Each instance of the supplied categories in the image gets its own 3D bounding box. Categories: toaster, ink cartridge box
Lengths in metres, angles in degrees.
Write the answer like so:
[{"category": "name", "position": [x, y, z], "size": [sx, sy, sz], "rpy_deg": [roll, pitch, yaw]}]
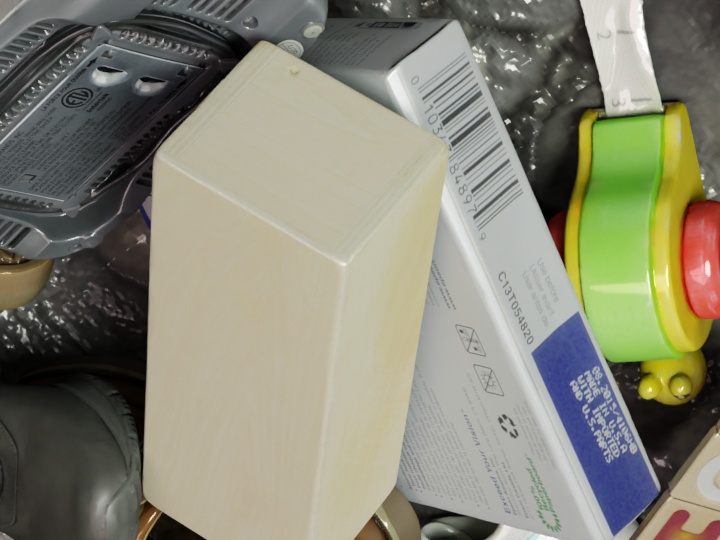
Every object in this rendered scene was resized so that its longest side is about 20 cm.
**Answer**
[{"category": "toaster", "position": [-0.110, -0.095, 0.959], "size": [0.113, 0.130, 0.200], "rpy_deg": [10, 139, -44]}, {"category": "ink cartridge box", "position": [0.000, 0.000, 1.026], "size": [0.199, 0.041, 0.200], "rpy_deg": [7, 129, 51]}]

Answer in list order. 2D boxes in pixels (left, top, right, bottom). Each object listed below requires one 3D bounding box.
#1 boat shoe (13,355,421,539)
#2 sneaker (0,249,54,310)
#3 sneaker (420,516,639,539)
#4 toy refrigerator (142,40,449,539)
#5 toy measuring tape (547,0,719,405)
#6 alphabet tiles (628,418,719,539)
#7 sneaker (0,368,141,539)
[{"category": "boat shoe", "position": [-0.076, 0.089, 1.086], "size": [0.199, 0.068, 0.072], "rpy_deg": [13, 130, 33]}, {"category": "sneaker", "position": [-0.215, -0.017, 1.103], "size": [0.199, 0.067, 0.090], "rpy_deg": [22, 133, 6]}, {"category": "sneaker", "position": [0.033, 0.143, 1.114], "size": [0.080, 0.070, 0.200], "rpy_deg": [46, 116, -5]}, {"category": "toy refrigerator", "position": [-0.024, 0.020, 0.962], "size": [0.076, 0.070, 0.201], "rpy_deg": [29, 145, 17]}, {"category": "toy measuring tape", "position": [0.091, -0.035, 0.976], "size": [0.073, 0.074, 0.201], "rpy_deg": [-4, 119, 21]}, {"category": "alphabet tiles", "position": [0.204, 0.093, 1.006], "size": [0.199, 0.008, 0.168], "rpy_deg": [17, 128, -20]}, {"category": "sneaker", "position": [-0.156, 0.068, 1.062], "size": [0.199, 0.090, 0.077], "rpy_deg": [20, 111, 48]}]
